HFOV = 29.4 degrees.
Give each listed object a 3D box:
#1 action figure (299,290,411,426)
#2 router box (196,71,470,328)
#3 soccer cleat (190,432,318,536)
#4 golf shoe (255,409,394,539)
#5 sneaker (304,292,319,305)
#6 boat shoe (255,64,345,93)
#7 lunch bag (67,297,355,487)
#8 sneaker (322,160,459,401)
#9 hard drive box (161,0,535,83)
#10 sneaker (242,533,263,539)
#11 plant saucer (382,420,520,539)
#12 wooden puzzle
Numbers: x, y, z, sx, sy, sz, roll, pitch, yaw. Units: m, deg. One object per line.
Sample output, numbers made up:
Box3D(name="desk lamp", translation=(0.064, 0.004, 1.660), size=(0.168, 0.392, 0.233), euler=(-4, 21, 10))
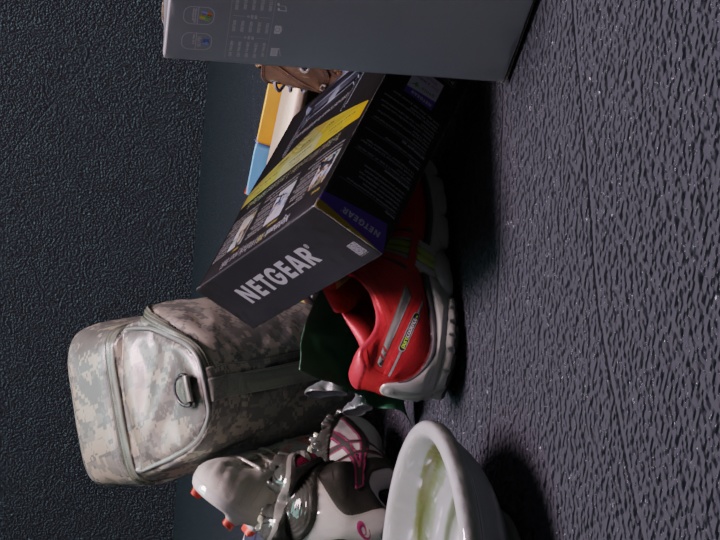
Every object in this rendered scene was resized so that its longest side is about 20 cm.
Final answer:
Box3D(name="action figure", translation=(0.000, 0.000, 0.985), size=(0.054, 0.118, 0.202), euler=(-12, 59, 35))
Box3D(name="router box", translation=(-0.018, -0.060, 0.880), size=(0.200, 0.052, 0.158), euler=(-29, 30, 60))
Box3D(name="soccer cleat", translation=(-0.060, 0.157, 1.054), size=(0.078, 0.069, 0.200), euler=(-55, -27, 7))
Box3D(name="golf shoe", translation=(-0.005, 0.155, 0.960), size=(0.200, 0.087, 0.078), euler=(-29, -49, -75))
Box3D(name="sneaker", translation=(-0.021, -0.007, 1.120), size=(0.201, 0.070, 0.099), euler=(99, 160, -58))
Box3D(name="boat shoe", translation=(-0.041, -0.167, 0.981), size=(0.072, 0.200, 0.073), euler=(-31, 27, 28))
Box3D(name="lunch bag", translation=(-0.108, 0.090, 1.100), size=(0.167, 0.199, 0.141), euler=(-10, 87, 42))
Box3D(name="sneaker", translation=(0.014, -0.007, 0.902), size=(0.077, 0.084, 0.201), euler=(107, 162, -49))
Box3D(name="hard drive box", translation=(-0.012, -0.194, 0.784), size=(0.077, 0.198, 0.157), euler=(106, 163, -51))
Box3D(name="sneaker", translation=(-0.080, 0.217, 1.356), size=(0.203, 0.076, 0.147), euler=(-101, 15, -54))
Box3D(name="plant saucer", translation=(0.054, 0.183, 0.747), size=(0.200, 0.050, 0.202), euler=(-177, 90, -78))
Box3D(name="wooden puzzle", translation=(-0.055, -0.135, 1.128), size=(0.200, 0.037, 0.187), euler=(-74, -3, -73))
